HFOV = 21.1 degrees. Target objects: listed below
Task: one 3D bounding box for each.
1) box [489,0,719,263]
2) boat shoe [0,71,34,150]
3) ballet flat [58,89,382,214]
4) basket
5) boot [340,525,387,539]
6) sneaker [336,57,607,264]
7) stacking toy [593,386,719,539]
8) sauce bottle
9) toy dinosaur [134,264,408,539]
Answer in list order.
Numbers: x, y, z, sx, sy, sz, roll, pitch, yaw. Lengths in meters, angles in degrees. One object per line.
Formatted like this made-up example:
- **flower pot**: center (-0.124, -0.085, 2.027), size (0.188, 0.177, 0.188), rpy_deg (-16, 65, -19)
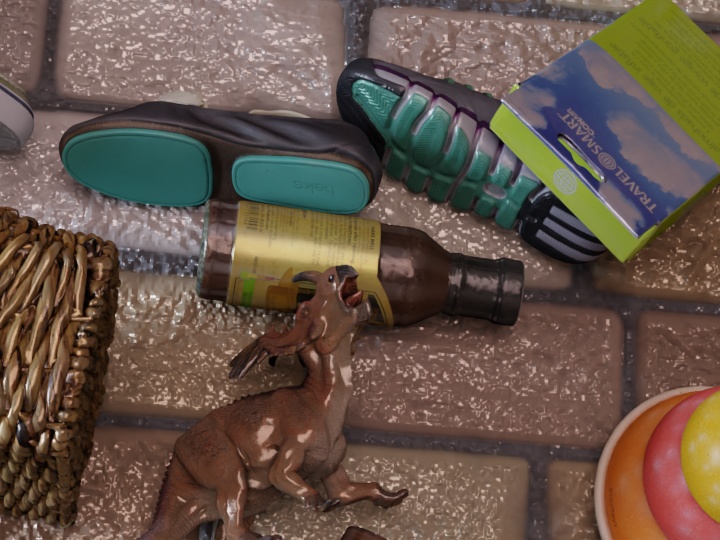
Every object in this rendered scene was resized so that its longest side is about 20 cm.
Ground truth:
- **box**: center (0.170, -0.089, 1.196), size (0.122, 0.048, 0.200), rpy_deg (45, 46, 9)
- **boat shoe**: center (-0.280, -0.143, 1.184), size (0.199, 0.072, 0.062), rpy_deg (29, 68, 6)
- **ballet flat**: center (-0.084, -0.075, 1.193), size (0.198, 0.073, 0.074), rpy_deg (6, 69, 1)
- **basket**: center (-0.214, 0.043, 1.053), size (0.147, 0.200, 0.144), rpy_deg (11, 70, -3)
- **boot**: center (0.018, 0.272, 1.076), size (0.185, 0.064, 0.201), rpy_deg (28, 69, 8)
- **sneaker**: center (0.080, -0.085, 1.222), size (0.199, 0.075, 0.088), rpy_deg (32, 50, -2)
- **stacking toy**: center (0.221, 0.113, 1.086), size (0.144, 0.200, 0.148), rpy_deg (2, 70, -6)
- **sauce bottle**: center (0.000, 0.000, 1.171), size (0.198, 0.065, 0.065), rpy_deg (8, 69, -3)
- **toy dinosaur**: center (-0.062, 0.098, 1.120), size (0.199, 0.086, 0.136), rpy_deg (-31, 69, -4)
